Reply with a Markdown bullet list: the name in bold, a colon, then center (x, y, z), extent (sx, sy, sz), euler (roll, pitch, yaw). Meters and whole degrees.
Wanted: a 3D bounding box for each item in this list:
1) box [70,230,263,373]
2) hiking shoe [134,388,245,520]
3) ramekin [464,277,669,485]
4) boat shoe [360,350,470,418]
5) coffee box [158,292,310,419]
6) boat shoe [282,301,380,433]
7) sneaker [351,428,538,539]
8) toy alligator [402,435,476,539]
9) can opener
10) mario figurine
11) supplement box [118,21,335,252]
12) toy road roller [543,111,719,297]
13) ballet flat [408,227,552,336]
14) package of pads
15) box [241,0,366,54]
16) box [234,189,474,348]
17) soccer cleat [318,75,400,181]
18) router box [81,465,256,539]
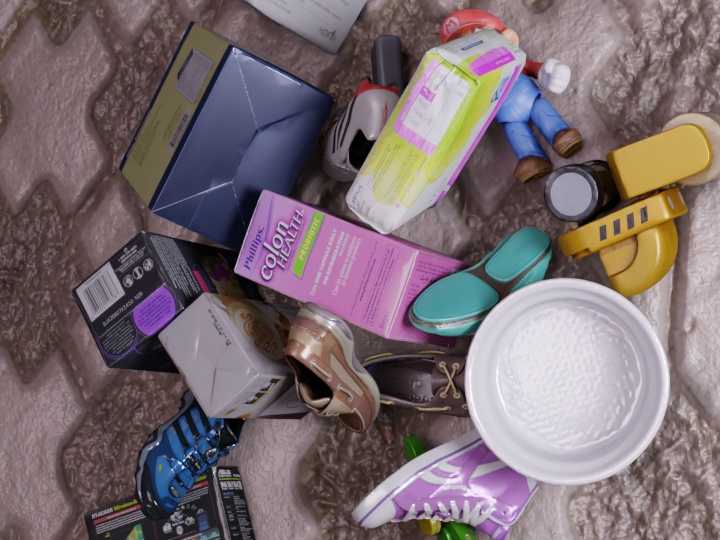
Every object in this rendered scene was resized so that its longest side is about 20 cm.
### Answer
- **box**: center (-0.210, 0.041, 1.588), extent (0.122, 0.200, 0.107), euler (-37, 69, 18)
- **hiking shoe**: center (-0.185, 0.193, 1.571), extent (0.086, 0.075, 0.201), euler (-9, 40, 36)
- **ramekin**: center (0.208, 0.110, 1.404), extent (0.199, 0.098, 0.202), euler (0, 89, 11)
- **boat shoe**: center (0.086, 0.121, 1.508), extent (0.198, 0.059, 0.073), euler (2, 84, 27)
- **coffee box**: center (-0.115, 0.098, 1.532), extent (0.080, 0.200, 0.115), euler (-41, 67, 17)
- **boat shoe**: center (-0.037, 0.115, 1.460), extent (0.075, 0.201, 0.072), euler (19, 61, 33)
- **sneaker**: center (0.096, 0.240, 1.433), extent (0.199, 0.073, 0.115), euler (-24, 74, -20)
- **toy alligator**: center (0.092, 0.271, 1.489), extent (0.201, 0.059, 0.054), euler (60, 149, 23)
- **can opener**: center (0.052, -0.166, 1.577), extent (0.066, 0.053, 0.202), euler (-3, 80, -6)
- **mario figurine**: center (0.147, -0.194, 1.490), extent (0.123, 0.106, 0.201), euler (-30, 76, -16)
- **supplement box**: center (-0.156, -0.152, 1.572), extent (0.201, 0.134, 0.200), euler (-62, 26, 7)
- **toy road roller**: center (0.293, -0.061, 1.399), extent (0.199, 0.123, 0.147), euler (-24, 87, 24)
- **ballet flat**: center (0.127, 0.028, 1.444), extent (0.067, 0.199, 0.071), euler (35, 142, 29)
- **package of pads**: center (0.076, -0.142, 1.422), extent (0.068, 0.154, 0.201), euler (37, 119, 11)
- **box**: center (-0.098, -0.386, 1.588), extent (0.199, 0.200, 0.172), euler (36, 97, 27)
- **box**: center (0.000, 0.000, 1.501), extent (0.199, 0.176, 0.097), euler (21, 94, 27)
- **soccer cleat**: center (-0.004, -0.133, 1.525), extent (0.068, 0.200, 0.086), euler (11, 65, -14)
- **router box**: center (-0.219, 0.329, 1.632), extent (0.199, 0.062, 0.151), euler (-22, 74, 23)
